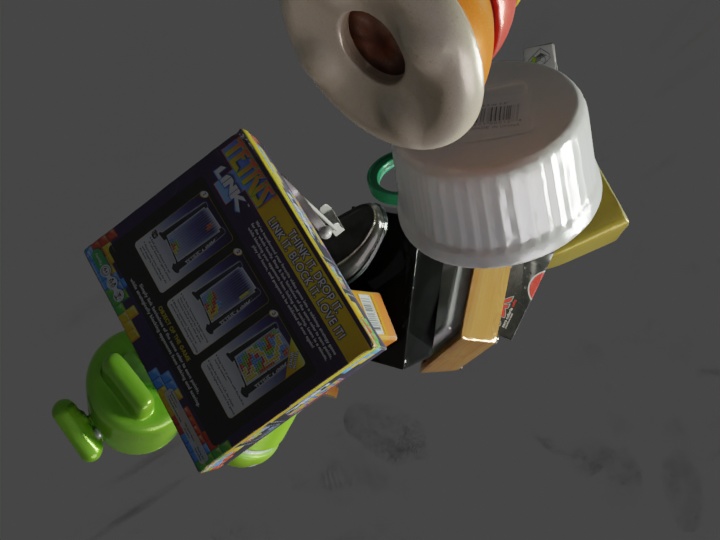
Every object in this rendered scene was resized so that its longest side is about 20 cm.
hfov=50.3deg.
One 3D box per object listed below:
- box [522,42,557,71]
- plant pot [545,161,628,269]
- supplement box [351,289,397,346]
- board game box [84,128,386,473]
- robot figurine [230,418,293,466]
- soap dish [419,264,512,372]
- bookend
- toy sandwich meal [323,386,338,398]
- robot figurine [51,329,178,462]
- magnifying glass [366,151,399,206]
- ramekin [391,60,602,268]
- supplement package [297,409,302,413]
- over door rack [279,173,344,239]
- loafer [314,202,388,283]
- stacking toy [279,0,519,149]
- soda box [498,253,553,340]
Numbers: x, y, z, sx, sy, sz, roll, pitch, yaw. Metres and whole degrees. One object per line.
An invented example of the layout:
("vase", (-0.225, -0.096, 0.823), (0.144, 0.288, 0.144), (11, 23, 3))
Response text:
("box", (0.219, -0.178, 0.904), (0.034, 0.113, 0.200), (-6, 174, 15))
("plant pot", (0.284, -0.099, 1.233), (0.197, 0.199, 0.194), (-28, 169, 8))
("supplement box", (-0.042, 0.060, 0.848), (0.066, 0.070, 0.198), (-33, 156, 28))
("board game box", (-0.099, 0.022, 0.599), (0.164, 0.202, 0.057), (-34, 167, 5))
("robot figurine", (-0.129, 0.149, 0.930), (0.203, 0.115, 0.175), (-61, 167, 22))
("soap dish", (0.140, 0.051, 1.073), (0.200, 0.079, 0.161), (120, -14, -68))
("bookend", (0.000, 0.000, 0.990), (0.196, 0.204, 0.092), (11, -170, 28))
("toy sandwich meal", (-0.117, 0.137, 1.093), (0.199, 0.072, 0.205), (6, 166, 1))
("robot figurine", (-0.245, 0.138, 0.856), (0.175, 0.116, 0.200), (-41, 173, -28))
("magnifying glass", (0.098, -0.094, 0.797), (0.080, 0.196, 0.023), (-60, 144, -37))
("ramekin", (0.121, -0.107, 0.712), (0.198, 0.201, 0.099), (-31, 132, -12))
("supplement package", (-0.139, 0.188, 1.333), (0.199, 0.123, 0.119), (-41, 166, 27))
("over door rack", (-0.095, -0.017, 0.787), (0.146, 0.067, 0.200), (-35, 168, 7))
("loafer", (-0.050, -0.013, 0.913), (0.199, 0.074, 0.072), (-42, 141, 24))
("stacking toy", (0.057, -0.190, 0.473), (0.201, 0.145, 0.147), (-50, 175, -23))
("soda box", (0.230, -0.004, 1.126), (0.064, 0.069, 0.204), (-73, -178, -64))
